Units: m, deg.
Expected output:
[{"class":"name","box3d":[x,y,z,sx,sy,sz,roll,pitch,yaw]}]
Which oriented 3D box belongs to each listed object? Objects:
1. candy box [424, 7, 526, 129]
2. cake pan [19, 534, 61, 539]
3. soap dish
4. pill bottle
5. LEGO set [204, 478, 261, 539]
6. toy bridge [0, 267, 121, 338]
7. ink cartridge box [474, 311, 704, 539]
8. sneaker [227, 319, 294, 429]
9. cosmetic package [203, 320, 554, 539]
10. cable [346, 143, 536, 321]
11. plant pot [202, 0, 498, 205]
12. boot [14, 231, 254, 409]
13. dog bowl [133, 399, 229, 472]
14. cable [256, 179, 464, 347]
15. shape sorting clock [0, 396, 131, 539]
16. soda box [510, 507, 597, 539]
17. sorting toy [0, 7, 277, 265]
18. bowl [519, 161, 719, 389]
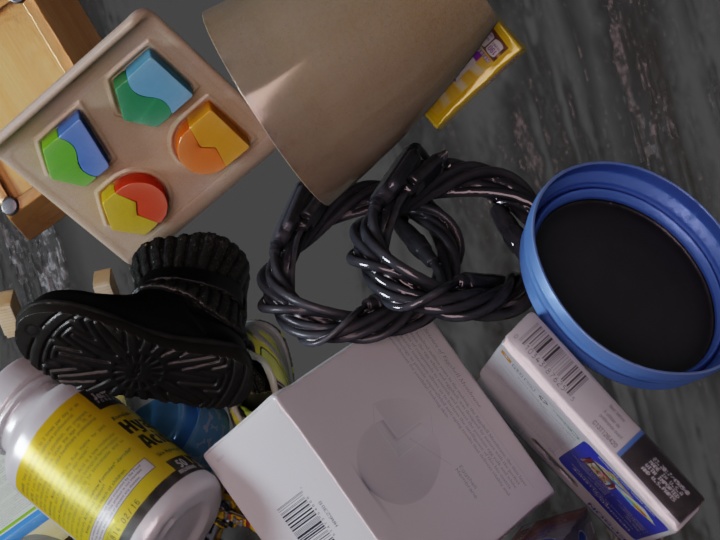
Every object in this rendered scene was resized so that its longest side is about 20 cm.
[{"class":"candy box","box3d":[0.039,-0.228,1.647,0.102,0.026,0.200,-42,84,18]},{"class":"cake pan","box3d":[-0.226,0.291,1.591,0.199,0.037,0.201,28,145,22]},{"class":"soap dish","box3d":[-0.290,-0.151,1.711,0.157,0.081,0.201,-32,87,15]},{"class":"pill bottle","box3d":[-0.218,0.159,1.580,0.199,0.111,0.112,35,103,19]},{"class":"LEGO set","box3d":[-0.085,0.279,1.655,0.199,0.116,0.154,37,131,3]},{"class":"toy bridge","box3d":[-0.219,0.031,1.721,0.198,0.027,0.068,-12,124,4]},{"class":"ink cartridge box","box3d":[0.180,0.134,1.566,0.047,0.200,0.198,-43,84,-8]},{"class":"sneaker","box3d":[-0.081,0.146,1.684,0.075,0.076,0.202,-19,92,13]},{"class":"cosmetic package","box3d":[0.017,0.166,1.584,0.200,0.199,0.123,54,135,5]},{"class":"cable","box3d":[0.076,-0.018,1.574,0.162,0.200,0.051,30,131,2]},{"class":"plant pot","box3d":[0.006,-0.185,1.568,0.199,0.187,0.188,-32,86,7]},{"class":"boot","box3d":[-0.185,0.027,1.607,0.209,0.159,0.080,17,129,-24]},{"class":"dog bowl","box3d":[-0.194,0.164,1.694,0.199,0.112,0.049,-31,130,27]},{"class":"cable","box3d":[0.000,0.000,1.608,0.162,0.201,0.051,16,133,3]},{"class":"shape sorting clock","box3d":[-0.280,0.172,1.706,0.199,0.039,0.202,-19,51,25]},{"class":"soda box","box3d":[0.151,0.250,1.568,0.063,0.200,0.071,-18,90,16]},{"class":"sorting toy","box3d":[-0.186,-0.105,1.645,0.185,0.200,0.037,-39,40,14]},{"class":"bowl","box3d":[0.217,0.005,1.545,0.201,0.200,0.039,44,140,7]}]
